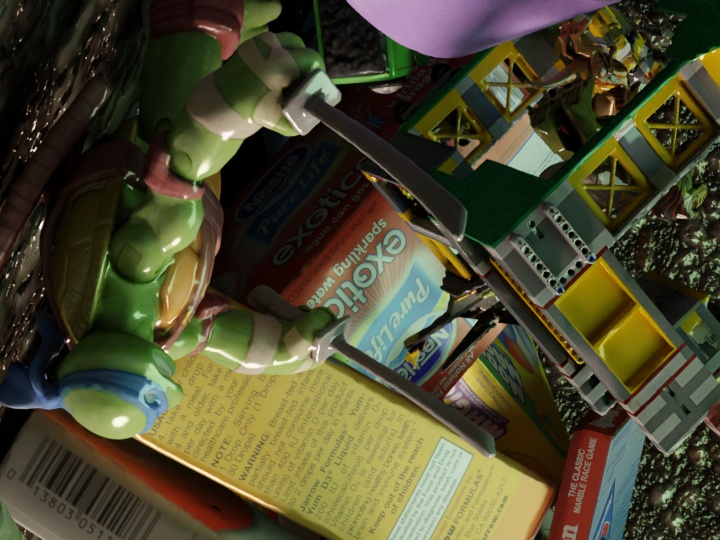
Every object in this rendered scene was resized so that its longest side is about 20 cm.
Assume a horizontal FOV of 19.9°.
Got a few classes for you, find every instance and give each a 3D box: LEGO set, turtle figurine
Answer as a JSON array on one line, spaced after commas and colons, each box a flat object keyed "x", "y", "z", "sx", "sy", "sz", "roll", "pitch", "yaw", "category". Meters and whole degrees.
[{"x": 0.095, "y": -0.021, "z": 0.724, "sx": 0.154, "sy": 0.116, "sz": 0.200, "roll": -47, "pitch": -158, "yaw": -14, "category": "LEGO set"}, {"x": -0.027, "y": -0.033, "z": 0.699, "sx": 0.144, "sy": 0.200, "sz": 0.194, "roll": 41, "pitch": 40, "yaw": -49, "category": "turtle figurine"}]

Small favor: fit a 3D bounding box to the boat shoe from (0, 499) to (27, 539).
[{"x": -0.163, "y": 0.155, "z": 0.672, "sx": 0.200, "sy": 0.072, "sz": 0.062, "roll": -66, "pitch": 148, "yaw": -49, "category": "boat shoe"}]

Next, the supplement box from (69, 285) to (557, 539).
[{"x": -0.018, "y": 0.066, "z": 0.820, "sx": 0.067, "sy": 0.200, "sz": 0.069, "roll": 25, "pitch": -93, "yaw": 58, "category": "supplement box"}]

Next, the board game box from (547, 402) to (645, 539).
[{"x": 0.107, "y": 0.110, "z": 0.939, "sx": 0.200, "sy": 0.019, "sz": 0.103, "roll": -12, "pitch": 113, "yaw": -76, "category": "board game box"}]

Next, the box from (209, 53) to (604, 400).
[{"x": 0.000, "y": 0.000, "z": 0.908, "sx": 0.200, "sy": 0.100, "sz": 0.095, "roll": -49, "pitch": -149, "yaw": -10, "category": "box"}]

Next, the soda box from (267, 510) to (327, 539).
[{"x": -0.022, "y": 0.159, "z": 1.010, "sx": 0.200, "sy": 0.068, "sz": 0.063, "roll": -63, "pitch": 162, "yaw": -21, "category": "soda box"}]

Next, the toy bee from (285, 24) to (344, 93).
[{"x": 0.008, "y": -0.159, "z": 0.849, "sx": 0.109, "sy": 0.131, "sz": 0.200, "roll": 18, "pitch": 95, "yaw": -49, "category": "toy bee"}]

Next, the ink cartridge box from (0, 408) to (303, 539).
[{"x": -0.055, "y": 0.108, "z": 0.879, "sx": 0.050, "sy": 0.162, "sz": 0.200, "roll": -58, "pitch": 174, "yaw": 10, "category": "ink cartridge box"}]

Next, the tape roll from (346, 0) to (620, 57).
[{"x": 0.029, "y": -0.176, "z": 0.689, "sx": 0.200, "sy": 0.066, "sz": 0.201, "roll": 32, "pitch": 50, "yaw": -47, "category": "tape roll"}]

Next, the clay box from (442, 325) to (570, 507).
[{"x": 0.050, "y": 0.038, "z": 1.011, "sx": 0.048, "sy": 0.115, "sz": 0.200, "roll": -34, "pitch": -146, "yaw": 12, "category": "clay box"}]

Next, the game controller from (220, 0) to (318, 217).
[{"x": -0.031, "y": -0.101, "z": 0.980, "sx": 0.104, "sy": 0.042, "sz": 0.200, "roll": 94, "pitch": 17, "yaw": -64, "category": "game controller"}]

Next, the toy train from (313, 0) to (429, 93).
[{"x": -0.006, "y": -0.164, "z": 0.759, "sx": 0.056, "sy": 0.042, "sz": 0.201, "roll": -28, "pitch": 113, "yaw": -69, "category": "toy train"}]

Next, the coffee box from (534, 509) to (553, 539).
[{"x": 0.077, "y": 0.187, "z": 1.005, "sx": 0.080, "sy": 0.113, "sz": 0.200, "roll": -43, "pitch": 173, "yaw": 12, "category": "coffee box"}]

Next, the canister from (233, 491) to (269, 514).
[{"x": -0.058, "y": 0.074, "z": 1.080, "sx": 0.149, "sy": 0.086, "sz": 0.201, "roll": -33, "pitch": 141, "yaw": -75, "category": "canister"}]

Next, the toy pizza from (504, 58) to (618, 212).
[{"x": 0.062, "y": -0.111, "z": 0.961, "sx": 0.032, "sy": 0.200, "sz": 0.200, "roll": -30, "pitch": 159, "yaw": -14, "category": "toy pizza"}]
